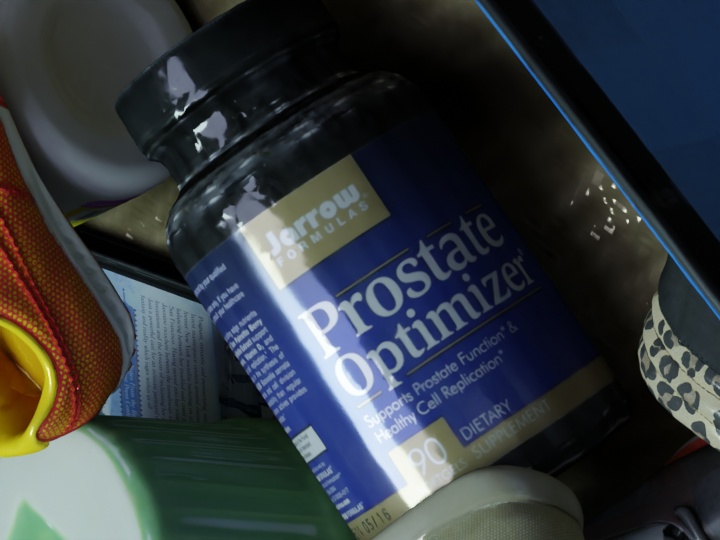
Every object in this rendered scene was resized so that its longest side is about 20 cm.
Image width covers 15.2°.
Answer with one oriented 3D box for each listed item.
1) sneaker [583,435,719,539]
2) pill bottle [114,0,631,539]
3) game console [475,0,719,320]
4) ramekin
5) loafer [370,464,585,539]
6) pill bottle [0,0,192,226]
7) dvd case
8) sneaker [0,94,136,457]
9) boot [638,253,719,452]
[{"bbox_3d":[0.095,0.117,0.955,0.200,0.082,0.077,-28,90,29],"label":"sneaker"},{"bbox_3d":[0.000,0.000,0.977,0.200,0.112,0.112,56,136,3],"label":"pill bottle"},{"bbox_3d":[0.159,-0.060,0.730,0.171,0.118,0.200,-41,67,15],"label":"game console"},{"bbox_3d":[-0.088,0.150,1.052,0.200,0.098,0.200,-21,64,50],"label":"ramekin"},{"bbox_3d":[-0.002,0.146,0.915,0.200,0.076,0.068,-44,35,22],"label":"loafer"},{"bbox_3d":[-0.160,-0.054,1.097,0.200,0.104,0.104,-22,96,45],"label":"pill bottle"},{"bbox_3d":[-0.086,0.059,1.152,0.200,0.018,0.143,19,123,35],"label":"dvd case"},{"bbox_3d":[-0.158,-0.021,0.988,0.073,0.077,0.200,-24,105,48],"label":"sneaker"},{"bbox_3d":[0.177,0.010,0.852,0.200,0.073,0.151,28,132,21],"label":"boot"}]
